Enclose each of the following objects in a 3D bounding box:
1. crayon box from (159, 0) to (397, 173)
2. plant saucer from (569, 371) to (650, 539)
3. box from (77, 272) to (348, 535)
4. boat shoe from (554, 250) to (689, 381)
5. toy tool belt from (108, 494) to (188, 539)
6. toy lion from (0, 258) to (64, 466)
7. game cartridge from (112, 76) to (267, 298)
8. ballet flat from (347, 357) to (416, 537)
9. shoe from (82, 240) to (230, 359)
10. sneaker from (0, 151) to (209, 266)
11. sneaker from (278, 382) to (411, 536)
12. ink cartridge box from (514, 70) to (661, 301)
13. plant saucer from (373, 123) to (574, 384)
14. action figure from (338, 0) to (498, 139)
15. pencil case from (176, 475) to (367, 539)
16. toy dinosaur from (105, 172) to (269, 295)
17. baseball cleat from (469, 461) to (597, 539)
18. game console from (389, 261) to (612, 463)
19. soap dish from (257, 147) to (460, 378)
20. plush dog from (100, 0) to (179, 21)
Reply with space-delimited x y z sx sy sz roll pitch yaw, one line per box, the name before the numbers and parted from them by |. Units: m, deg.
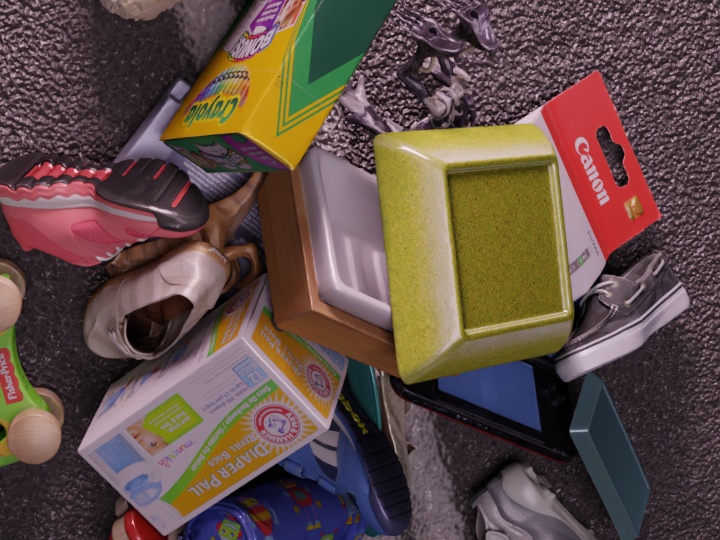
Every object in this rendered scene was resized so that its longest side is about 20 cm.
crayon box | -0.066 -0.163 1.232 0.058 0.200 0.174 36 78 -21
plant saucer | 0.240 0.180 1.479 0.201 0.019 0.070 59 43 -43
box | -0.121 0.113 1.305 0.199 0.102 0.113 -35 109 26
boat shoe | 0.230 0.039 1.432 0.199 0.072 0.071 -30 92 -48
toy tool belt | -0.173 0.277 1.398 0.122 0.126 0.199 -34 139 26
toy lion | -0.367 0.083 1.328 0.190 0.069 0.202 -14 110 -3
game cartridge | -0.121 -0.057 1.360 0.199 0.041 0.134 37 91 -21
ballet flat | 0.027 0.153 1.451 0.062 0.067 0.202 -19 116 -39
shoe | -0.181 0.036 1.302 0.070 0.054 0.199 33 141 -22
sneaker | -0.210 -0.043 1.294 0.198 0.074 0.088 9 125 22
sneaker | -0.028 0.161 1.396 0.082 0.074 0.201 -41 70 17
ink cartridge box | 0.181 -0.063 1.399 0.199 0.050 0.162 -32 108 -18
plant saucer | 0.107 -0.020 1.284 0.198 0.048 0.203 -8 93 -42
action figure | 0.050 -0.152 1.342 0.118 0.102 0.201 -32 156 -32
pencil case | -0.073 0.231 1.384 0.199 0.078 0.088 -6 126 -58
toy dinosaur | -0.121 -0.035 1.317 0.199 0.060 0.107 -36 111 -2
baseball cleat | 0.183 0.278 1.534 0.106 0.070 0.200 -39 103 6
game console | 0.134 0.053 1.421 0.198 0.173 0.119 23 126 -20
soap dish | 0.000 0.000 1.309 0.081 0.159 0.199 -29 145 29
plush dog | -0.148 -0.320 1.228 0.199 0.160 0.173 -28 85 -7
